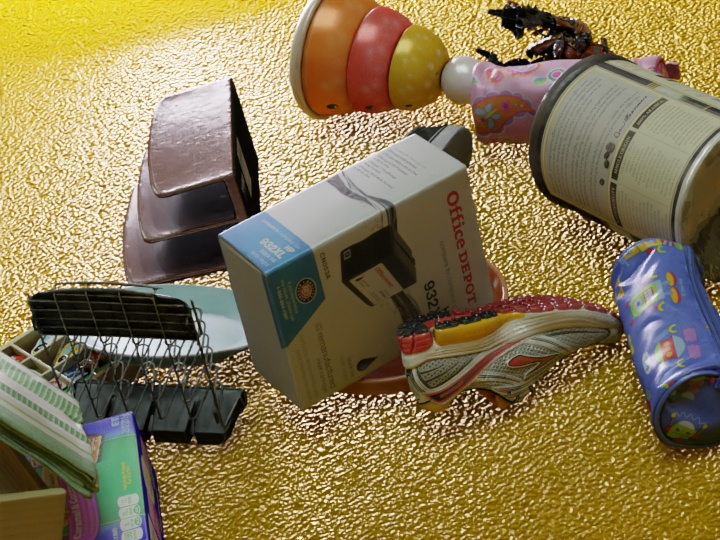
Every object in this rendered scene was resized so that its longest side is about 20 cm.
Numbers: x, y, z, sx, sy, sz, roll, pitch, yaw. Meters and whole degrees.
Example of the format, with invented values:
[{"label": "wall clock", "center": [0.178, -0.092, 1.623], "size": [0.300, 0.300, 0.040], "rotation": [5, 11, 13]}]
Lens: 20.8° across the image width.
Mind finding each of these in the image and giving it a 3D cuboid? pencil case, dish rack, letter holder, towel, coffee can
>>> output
[{"label": "pencil case", "center": [0.206, -0.165, 1.899], "size": [0.199, 0.088, 0.088], "rotation": [-1, 35, 22]}, {"label": "dish rack", "center": [-0.183, 0.069, 1.593], "size": [0.153, 0.200, 0.055], "rotation": [1, 48, 11]}, {"label": "letter holder", "center": [-0.178, -0.085, 1.922], "size": [0.142, 0.101, 0.200], "rotation": [-14, 32, 4]}, {"label": "towel", "center": [-0.268, 0.098, 1.488], "size": [0.023, 0.152, 0.200], "rotation": [-53, 19, 3]}, {"label": "pencil case", "center": [0.253, 0.054, 1.549], "size": [0.087, 0.078, 0.200], "rotation": [-48, 26, 24]}, {"label": "coffee can", "center": [0.264, -0.092, 1.711], "size": [0.146, 0.147, 0.200], "rotation": [-30, 36, -23]}]

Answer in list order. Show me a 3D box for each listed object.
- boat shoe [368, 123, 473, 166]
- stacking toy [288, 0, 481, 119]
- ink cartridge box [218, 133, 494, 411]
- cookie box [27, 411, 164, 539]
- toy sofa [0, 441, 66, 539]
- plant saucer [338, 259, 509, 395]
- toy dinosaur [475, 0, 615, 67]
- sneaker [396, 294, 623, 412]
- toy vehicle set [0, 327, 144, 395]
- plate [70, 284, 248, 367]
[{"label": "boat shoe", "center": [0.035, -0.085, 1.857], "size": [0.068, 0.074, 0.199], "rotation": [11, 40, 27]}, {"label": "stacking toy", "center": [0.040, -0.209, 2.001], "size": [0.199, 0.146, 0.146], "rotation": [16, 42, 26]}, {"label": "ink cartridge box", "center": [0.000, 0.000, 1.620], "size": [0.200, 0.145, 0.084], "rotation": [-28, 36, -21]}, {"label": "cookie box", "center": [-0.257, 0.210, 1.526], "size": [0.199, 0.075, 0.171], "rotation": [-16, 33, -1]}, {"label": "toy sofa", "center": [-0.295, 0.167, 1.478], "size": [0.083, 0.098, 0.200], "rotation": [-4, 25, -30]}, {"label": "plant saucer", "center": [0.032, 0.045, 1.703], "size": [0.200, 0.032, 0.201], "rotation": [-11, 33, 7]}, {"label": "toy dinosaur", "center": [0.197, -0.221, 2.009], "size": [0.135, 0.103, 0.200], "rotation": [-2, 11, -26]}, {"label": "sneaker", "center": [0.124, 0.067, 1.606], "size": [0.199, 0.082, 0.078], "rotation": [-10, 10, -20]}, {"label": "toy vehicle set", "center": [-0.301, 0.110, 1.740], "size": [0.200, 0.027, 0.124], "rotation": [-35, 38, -29]}, {"label": "plate", "center": [-0.168, 0.052, 1.735], "size": [0.199, 0.026, 0.200], "rotation": [0, 17, 0]}]
